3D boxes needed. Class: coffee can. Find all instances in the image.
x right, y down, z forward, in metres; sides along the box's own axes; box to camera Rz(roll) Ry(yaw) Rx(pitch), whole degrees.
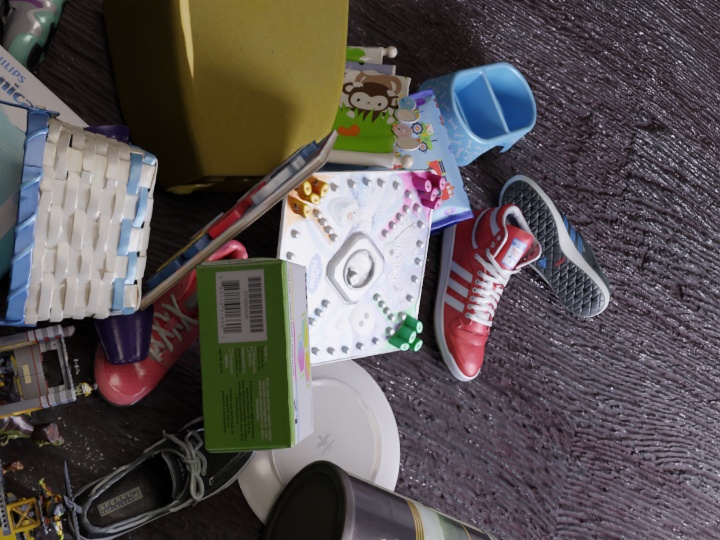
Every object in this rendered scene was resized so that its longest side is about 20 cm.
[{"bbox_3d":[0.021,0.283,0.902,0.198,0.146,0.149,28,62,-26],"label":"coffee can"}]

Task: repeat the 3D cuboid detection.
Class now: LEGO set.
[{"bbox_3d":[-0.264,0.131,0.772,0.114,0.154,0.203,-12,73,-17],"label":"LEGO set"}]

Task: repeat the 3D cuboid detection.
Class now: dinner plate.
[{"bbox_3d":[-0.037,0.178,0.981,0.197,0.024,0.204,11,69,-29],"label":"dinner plate"}]

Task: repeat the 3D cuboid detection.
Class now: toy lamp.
[{"bbox_3d":[-0.214,-0.021,0.835,0.057,0.058,0.204,-6,92,-33],"label":"toy lamp"}]

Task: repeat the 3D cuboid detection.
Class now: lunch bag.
[{"bbox_3d":[0.005,-0.097,1.063,0.197,0.094,0.153,-17,87,-26],"label":"lunch bag"}]

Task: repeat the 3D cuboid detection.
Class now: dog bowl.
[{"bbox_3d":[0.149,-0.199,1.178,0.199,0.049,0.113,-23,90,-48],"label":"dog bowl"}]

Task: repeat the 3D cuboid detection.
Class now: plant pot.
[{"bbox_3d":[-0.128,-0.181,0.941,0.191,0.194,0.204,-3,87,-33],"label":"plant pot"}]

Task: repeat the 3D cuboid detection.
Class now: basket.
[{"bbox_3d":[-0.262,-0.039,0.730,0.197,0.139,0.180,10,93,-24],"label":"basket"}]

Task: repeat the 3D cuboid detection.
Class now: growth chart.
[{"bbox_3d":[-0.007,-0.182,1.041,0.142,0.018,0.203,-2,51,-1],"label":"growth chart"}]

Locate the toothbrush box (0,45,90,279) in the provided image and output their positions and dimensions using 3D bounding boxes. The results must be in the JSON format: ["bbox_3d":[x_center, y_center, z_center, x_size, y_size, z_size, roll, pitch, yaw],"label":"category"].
[{"bbox_3d":[-0.337,-0.077,0.831,0.146,0.085,0.201,41,58,-16],"label":"toothbrush box"}]

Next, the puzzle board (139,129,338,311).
[{"bbox_3d":[-0.105,-0.051,0.834,0.017,0.199,0.151,50,12,-12],"label":"puzzle board"}]

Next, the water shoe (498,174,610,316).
[{"bbox_3d":[0.243,-0.033,1.211,0.202,0.071,0.079,57,28,-3],"label":"water shoe"}]

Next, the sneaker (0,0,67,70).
[{"bbox_3d":[-0.342,-0.281,0.899,0.138,0.078,0.203,22,47,-20],"label":"sneaker"}]

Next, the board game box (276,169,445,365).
[{"bbox_3d":[0.000,0.000,0.982,0.198,0.026,0.204,-6,110,-39],"label":"board game box"}]

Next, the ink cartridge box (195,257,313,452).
[{"bbox_3d":[-0.078,0.070,0.845,0.074,0.200,0.151,-4,87,8],"label":"ink cartridge box"}]

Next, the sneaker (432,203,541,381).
[{"bbox_3d":[0.146,0.019,1.088,0.071,0.111,0.204,19,65,-40],"label":"sneaker"}]

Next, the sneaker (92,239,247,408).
[{"bbox_3d":[-0.176,0.038,0.897,0.074,0.086,0.201,44,57,-12],"label":"sneaker"}]

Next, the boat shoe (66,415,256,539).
[{"bbox_3d":[-0.167,0.180,0.865,0.197,0.068,0.075,-18,82,-33],"label":"boat shoe"}]
